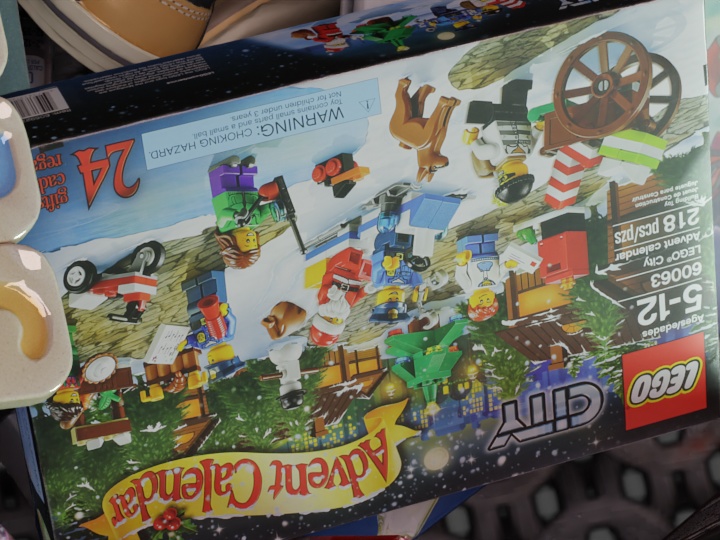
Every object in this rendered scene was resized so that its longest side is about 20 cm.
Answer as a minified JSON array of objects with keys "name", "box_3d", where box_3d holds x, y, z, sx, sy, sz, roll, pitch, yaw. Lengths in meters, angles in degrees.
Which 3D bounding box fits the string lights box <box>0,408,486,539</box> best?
[{"name":"string lights box","box_3d":[-0.005,0.033,0.821,0.200,0.059,0.103,-36,92,-20]}]

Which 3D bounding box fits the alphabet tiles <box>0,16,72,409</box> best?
[{"name":"alphabet tiles","box_3d":[-0.165,-0.017,0.610,0.195,0.015,0.201,-5,72,-28]}]

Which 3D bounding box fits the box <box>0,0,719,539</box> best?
[{"name":"box","box_3d":[0.000,0.000,0.731,0.199,0.038,0.137,-15,119,-13]}]

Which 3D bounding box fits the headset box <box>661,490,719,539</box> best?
[{"name":"headset box","box_3d":[0.175,0.113,0.807,0.149,0.075,0.200,58,36,2]}]

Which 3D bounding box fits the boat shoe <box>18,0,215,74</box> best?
[{"name":"boat shoe","box_3d":[-0.093,-0.133,0.767,0.062,0.074,0.200,-50,53,17]}]

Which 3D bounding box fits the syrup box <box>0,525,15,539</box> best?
[{"name":"syrup box","box_3d":[-0.091,0.152,0.759,0.200,0.079,0.081,47,70,-1]}]

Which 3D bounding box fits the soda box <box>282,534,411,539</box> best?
[{"name":"soda box","box_3d":[0.049,0.152,0.769,0.200,0.070,0.064,37,66,-26]}]

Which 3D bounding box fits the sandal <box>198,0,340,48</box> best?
[{"name":"sandal","box_3d":[0.019,-0.082,0.842,0.199,0.080,0.054,-30,74,-14]}]

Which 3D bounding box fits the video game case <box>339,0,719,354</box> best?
[{"name":"video game case","box_3d":[0.089,-0.061,0.782,0.199,0.023,0.183,-1,108,-18]}]

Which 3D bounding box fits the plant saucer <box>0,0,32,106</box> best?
[{"name":"plant saucer","box_3d":[-0.134,-0.122,0.739,0.019,0.070,0.201,12,64,-54]}]

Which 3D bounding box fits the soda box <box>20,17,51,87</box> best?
[{"name":"soda box","box_3d":[-0.191,-0.037,0.775,0.199,0.063,0.070,2,75,-15]}]
